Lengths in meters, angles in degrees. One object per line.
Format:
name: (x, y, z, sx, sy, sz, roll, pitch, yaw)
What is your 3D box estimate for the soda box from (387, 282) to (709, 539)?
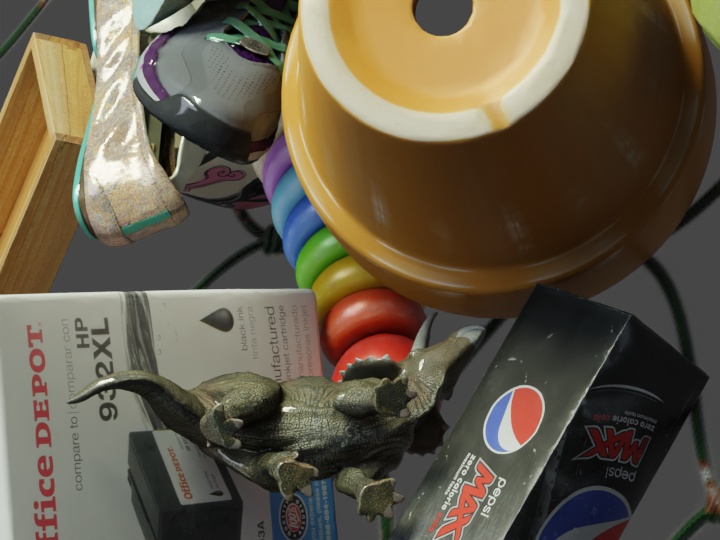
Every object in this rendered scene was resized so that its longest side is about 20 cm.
soda box: (0.068, 0.110, 1.265, 0.071, 0.063, 0.200, 21, 78, 51)

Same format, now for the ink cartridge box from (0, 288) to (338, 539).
ink cartridge box: (-0.112, 0.084, 1.332, 0.084, 0.200, 0.145, -9, 84, 45)

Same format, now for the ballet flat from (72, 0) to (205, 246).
ballet flat: (-0.107, -0.099, 1.514, 0.067, 0.068, 0.200, -12, 56, 18)

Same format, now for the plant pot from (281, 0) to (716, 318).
plant pot: (0.052, -0.094, 1.278, 0.200, 0.183, 0.200, -2, 77, 11)

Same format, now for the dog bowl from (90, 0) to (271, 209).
dog bowl: (-0.057, -0.122, 1.579, 0.200, 0.074, 0.200, -29, 43, 31)

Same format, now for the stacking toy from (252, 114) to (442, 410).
stacking toy: (0.000, 0.000, 1.419, 0.085, 0.085, 0.200, -35, 44, 24)

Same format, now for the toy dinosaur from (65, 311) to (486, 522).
toy dinosaur: (-0.032, 0.071, 1.289, 0.102, 0.200, 0.077, -164, 67, -77)

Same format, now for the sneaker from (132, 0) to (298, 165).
sneaker: (-0.056, -0.118, 1.390, 0.088, 0.074, 0.200, -58, 8, 18)

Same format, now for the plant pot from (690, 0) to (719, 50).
plant pot: (0.236, -0.158, 1.215, 0.190, 0.200, 0.200, -53, 35, 21)

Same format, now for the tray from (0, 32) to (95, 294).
tray: (-0.194, -0.023, 1.616, 0.200, 0.037, 0.099, -62, 29, 32)

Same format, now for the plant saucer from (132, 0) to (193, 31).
plant saucer: (-0.067, -0.210, 1.406, 0.201, 0.039, 0.201, -166, 90, -76)
